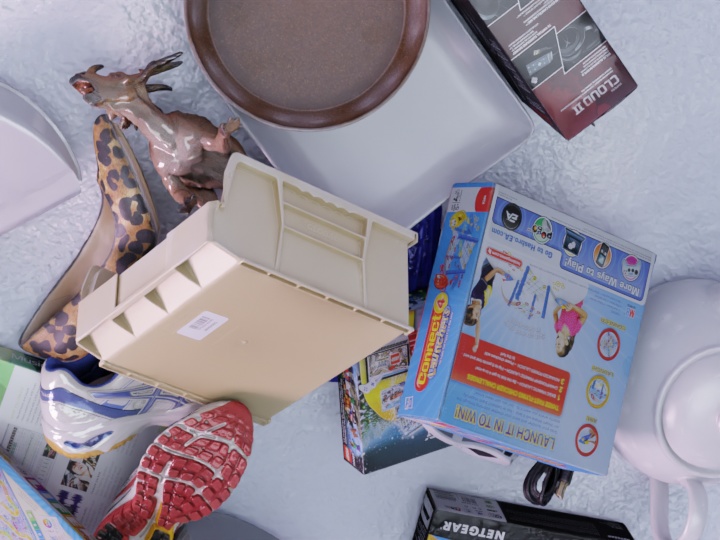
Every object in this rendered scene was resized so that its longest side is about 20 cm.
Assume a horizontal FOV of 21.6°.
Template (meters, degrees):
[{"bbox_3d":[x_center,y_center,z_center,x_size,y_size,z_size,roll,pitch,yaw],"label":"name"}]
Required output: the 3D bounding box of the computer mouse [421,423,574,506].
[{"bbox_3d":[0.115,0.125,1.612,0.199,0.044,0.111,27,81,-35],"label":"computer mouse"}]

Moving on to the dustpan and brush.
[{"bbox_3d":[-0.327,-0.127,1.526,0.139,0.057,0.201,-26,116,13],"label":"dustpan and brush"}]

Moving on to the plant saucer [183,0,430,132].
[{"bbox_3d":[-0.043,-0.212,1.523,0.198,0.034,0.203,0,91,-4],"label":"plant saucer"}]

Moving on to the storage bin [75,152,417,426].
[{"bbox_3d":[-0.091,0.019,1.486,0.197,0.095,0.199,23,140,-33],"label":"storage bin"}]

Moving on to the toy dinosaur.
[{"bbox_3d":[-0.138,-0.103,1.540,0.086,0.136,0.200,-40,142,-1],"label":"toy dinosaur"}]

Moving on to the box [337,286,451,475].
[{"bbox_3d":[0.074,0.081,1.622,0.198,0.038,0.138,-15,115,-26],"label":"box"}]

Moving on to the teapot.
[{"bbox_3d":[0.301,0.114,1.654,0.196,0.146,0.201,-31,111,1],"label":"teapot"}]

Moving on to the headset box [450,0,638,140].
[{"bbox_3d":[0.134,-0.203,1.524,0.077,0.149,0.201,-36,110,3],"label":"headset box"}]

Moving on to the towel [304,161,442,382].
[{"bbox_3d":[0.000,0.000,1.618,0.146,0.050,0.202,-1,107,-10],"label":"towel"}]

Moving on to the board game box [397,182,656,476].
[{"bbox_3d":[0.141,0.051,1.564,0.199,0.056,0.198,21,79,-36],"label":"board game box"}]

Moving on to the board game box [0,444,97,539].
[{"bbox_3d":[-0.287,0.250,1.557,0.200,0.034,0.135,41,91,16],"label":"board game box"}]

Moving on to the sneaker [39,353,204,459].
[{"bbox_3d":[-0.173,0.083,1.570,0.199,0.075,0.089,-23,123,-29],"label":"sneaker"}]

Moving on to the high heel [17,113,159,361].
[{"bbox_3d":[-0.235,-0.021,1.560,0.141,0.071,0.202,-16,115,-6],"label":"high heel"}]

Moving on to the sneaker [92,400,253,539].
[{"bbox_3d":[-0.158,0.172,1.574,0.078,0.082,0.200,38,118,-12],"label":"sneaker"}]

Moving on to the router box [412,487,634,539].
[{"bbox_3d":[0.138,0.291,1.730,0.198,0.051,0.151,11,107,-13],"label":"router box"}]

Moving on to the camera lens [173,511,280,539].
[{"bbox_3d":[-0.136,0.333,1.640,0.159,0.160,0.201,26,102,-16],"label":"camera lens"}]

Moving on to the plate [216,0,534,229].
[{"bbox_3d":[0.011,-0.136,1.559,0.199,0.032,0.201,-37,93,-4],"label":"plate"}]

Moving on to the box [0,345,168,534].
[{"bbox_3d":[-0.268,0.155,1.629,0.198,0.036,0.146,19,103,-16],"label":"box"}]
